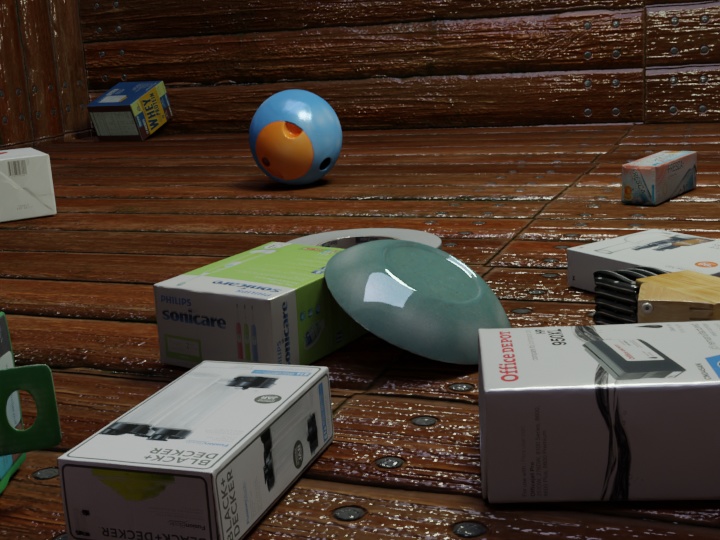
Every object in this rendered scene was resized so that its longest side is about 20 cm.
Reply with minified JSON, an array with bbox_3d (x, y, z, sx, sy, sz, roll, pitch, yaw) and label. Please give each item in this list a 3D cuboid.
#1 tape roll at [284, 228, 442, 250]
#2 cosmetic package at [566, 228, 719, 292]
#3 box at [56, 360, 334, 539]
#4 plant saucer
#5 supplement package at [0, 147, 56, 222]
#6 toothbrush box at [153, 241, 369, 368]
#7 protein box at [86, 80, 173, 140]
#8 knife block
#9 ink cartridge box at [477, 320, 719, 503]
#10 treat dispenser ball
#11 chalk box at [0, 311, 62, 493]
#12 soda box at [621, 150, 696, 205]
[{"bbox_3d":[0.000,0.000,1.204,0.198,0.067,0.200,-4,13,1],"label":"tape roll"},{"bbox_3d":[0.359,-0.001,1.152,0.150,0.052,0.199,-14,17,-29],"label":"cosmetic package"},{"bbox_3d":[-0.105,0.125,0.709,0.115,0.061,0.200,1,14,21],"label":"box"},{"bbox_3d":[0.064,0.016,0.986,0.199,0.039,0.202,18,26,-9],"label":"plant saucer"},{"bbox_3d":[-0.689,-0.174,1.998,0.120,0.121,0.200,-11,15,-26],"label":"supplement package"},{"bbox_3d":[-0.090,0.036,1.028,0.144,0.087,0.199,6,15,30],"label":"toothbrush box"},{"bbox_3d":[-0.798,-0.555,3.495,0.198,0.136,0.199,4,35,27],"label":"protein box"},{"bbox_3d":[0.319,0.037,0.964,0.198,0.065,0.175,1,15,20],"label":"knife block"},{"bbox_3d":[0.182,0.095,0.708,0.198,0.085,0.145,-3,13,6],"label":"ink cartridge box"},{"bbox_3d":[-0.138,-0.282,2.139,0.198,0.203,0.201,-3,13,1],"label":"treat dispenser ball"},{"bbox_3d":[-0.315,0.105,0.706,0.198,0.126,0.124,-4,13,3],"label":"chalk box"},{"bbox_3d":[0.526,-0.165,1.762,0.063,0.069,0.199,7,18,38],"label":"soda box"}]
